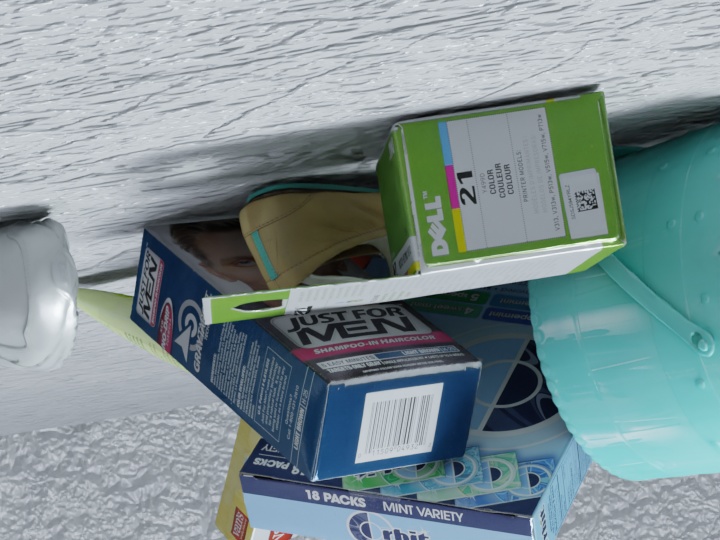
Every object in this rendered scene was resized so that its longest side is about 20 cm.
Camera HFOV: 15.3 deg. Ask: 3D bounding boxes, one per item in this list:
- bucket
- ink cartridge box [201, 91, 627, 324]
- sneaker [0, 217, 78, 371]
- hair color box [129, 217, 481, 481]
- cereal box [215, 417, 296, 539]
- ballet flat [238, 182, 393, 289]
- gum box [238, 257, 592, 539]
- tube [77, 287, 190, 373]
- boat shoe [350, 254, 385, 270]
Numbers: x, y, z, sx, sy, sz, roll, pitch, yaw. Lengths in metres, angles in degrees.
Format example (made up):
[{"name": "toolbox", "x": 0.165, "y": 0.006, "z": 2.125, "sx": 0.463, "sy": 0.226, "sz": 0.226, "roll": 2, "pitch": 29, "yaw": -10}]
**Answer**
[{"name": "bucket", "x": 0.192, "y": 0.016, "z": 1.436, "sx": 0.135, "sy": 0.208, "sz": 0.207, "roll": -13, "pitch": 174, "yaw": 33}, {"name": "ink cartridge box", "x": 0.018, "y": -0.027, "z": 1.302, "sx": 0.200, "sy": 0.076, "sz": 0.148, "roll": -8, "pitch": 175, "yaw": -4}, {"name": "sneaker", "x": -0.217, "y": 0.020, "z": 1.393, "sx": 0.099, "sy": 0.078, "sz": 0.200, "roll": -2, "pitch": 171, "yaw": -33}, {"name": "hair color box", "x": -0.033, "y": 0.037, "z": 1.446, "sx": 0.100, "sy": 0.061, "sz": 0.200, "roll": -6, "pitch": -153, "yaw": -34}, {"name": "cereal box", "x": 0.008, "y": 0.086, "z": 1.641, "sx": 0.200, "sy": 0.040, "sz": 0.144, "roll": -25, "pitch": 147, "yaw": -33}, {"name": "ballet flat", "x": 0.022, "y": -0.017, "z": 1.455, "sx": 0.200, "sy": 0.063, "sz": 0.069, "roll": -6, "pitch": 165, "yaw": -35}, {"name": "gum box", "x": 0.050, "y": 0.076, "z": 1.487, "sx": 0.170, "sy": 0.045, "sz": 0.200, "roll": 7, "pitch": -142, "yaw": 22}, {"name": "tube", "x": -0.098, "y": 0.046, "z": 1.702, "sx": 0.200, "sy": 0.058, "sz": 0.052, "roll": 17, "pitch": -141, "yaw": 24}, {"name": "boat shoe", "x": 0.000, "y": 0.000, "z": 1.635, "sx": 0.071, "sy": 0.063, "sz": 0.200, "roll": -9, "pitch": 174, "yaw": 18}]
